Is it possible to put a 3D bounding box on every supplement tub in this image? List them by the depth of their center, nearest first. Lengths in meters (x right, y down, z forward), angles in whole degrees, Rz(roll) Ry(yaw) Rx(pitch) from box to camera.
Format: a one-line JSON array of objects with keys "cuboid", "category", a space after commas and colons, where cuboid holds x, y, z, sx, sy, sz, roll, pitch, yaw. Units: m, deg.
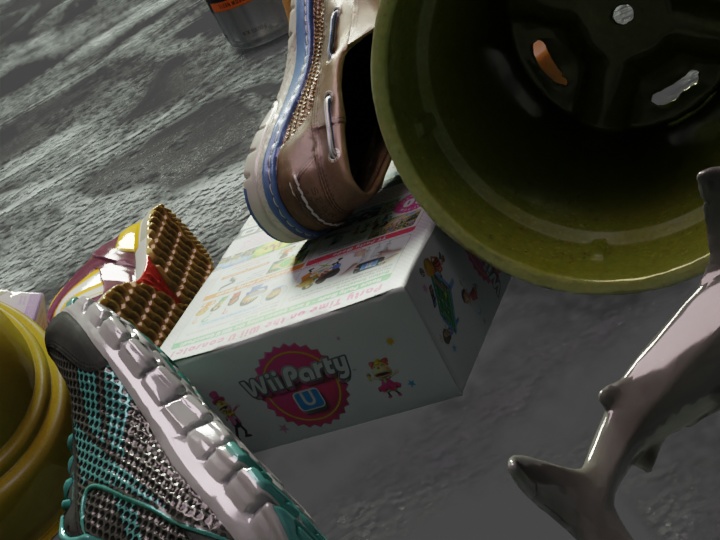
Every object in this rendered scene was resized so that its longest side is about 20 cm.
[{"cuboid": [-0.113, -0.319, 1.452, 0.122, 0.201, 0.123, -25, 21, 10], "category": "supplement tub"}]

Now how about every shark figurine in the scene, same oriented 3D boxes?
[{"cuboid": [0.129, 0.014, 0.556, 0.214, 0.090, 0.128, -31, 21, -11], "category": "shark figurine"}]

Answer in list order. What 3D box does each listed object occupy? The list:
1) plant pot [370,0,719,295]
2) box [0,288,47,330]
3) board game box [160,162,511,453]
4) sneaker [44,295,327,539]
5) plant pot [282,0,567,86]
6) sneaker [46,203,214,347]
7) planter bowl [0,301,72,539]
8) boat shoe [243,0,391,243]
[{"cuboid": [0.122, -0.112, 0.756, 0.199, 0.201, 0.184, -21, 12, 20], "category": "plant pot"}, {"cuboid": [-0.191, 0.088, 0.767, 0.038, 0.042, 0.201, 3, 42, 1], "category": "box"}, {"cuboid": [0.000, 0.000, 0.795, 0.147, 0.064, 0.200, -18, 23, 28], "category": "board game box"}, {"cuboid": [-0.098, 0.086, 0.661, 0.091, 0.078, 0.200, -43, 44, -5], "category": "sneaker"}, {"cuboid": [0.036, -0.161, 0.943, 0.199, 0.184, 0.200, -24, 22, 10], "category": "plant pot"}, {"cuboid": [-0.140, 0.041, 0.882, 0.090, 0.075, 0.200, -36, 16, 21], "category": "sneaker"}, {"cuboid": [-0.220, 0.054, 0.713, 0.199, 0.084, 0.201, 0, 41, 0], "category": "planter bowl"}, {"cuboid": [0.006, -0.105, 0.791, 0.072, 0.072, 0.201, -11, 56, 40], "category": "boat shoe"}]
